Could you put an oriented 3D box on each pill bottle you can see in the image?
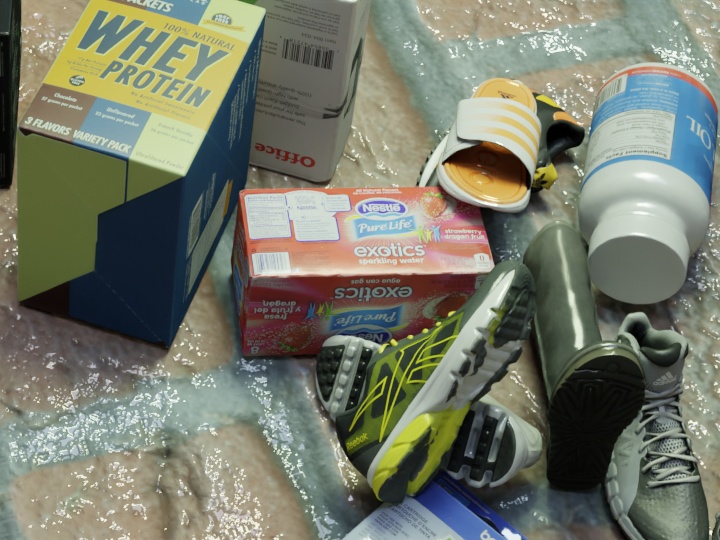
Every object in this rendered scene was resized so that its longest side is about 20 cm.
[{"bbox_3d":[0.242,-0.071,1.732,0.111,0.113,0.201,12,49,2],"label":"pill bottle"}]

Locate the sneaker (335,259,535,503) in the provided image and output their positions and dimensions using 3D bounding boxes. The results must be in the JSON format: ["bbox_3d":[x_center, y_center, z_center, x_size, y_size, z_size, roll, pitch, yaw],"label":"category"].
[{"bbox_3d":[0.049,0.069,1.498,0.084,0.074,0.201,37,93,30],"label":"sneaker"}]

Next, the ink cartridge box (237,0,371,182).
[{"bbox_3d":[-0.073,-0.189,1.728,0.144,0.201,0.084,16,45,5],"label":"ink cartridge box"}]

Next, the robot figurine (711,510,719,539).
[{"bbox_3d":[0.339,0.174,1.562,0.143,0.058,0.201,10,47,-4],"label":"robot figurine"}]

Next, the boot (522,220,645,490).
[{"bbox_3d":[0.168,0.044,1.579,0.072,0.183,0.201,10,52,-6],"label":"boot"}]

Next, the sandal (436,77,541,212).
[{"bbox_3d":[0.111,-0.122,1.685,0.078,0.060,0.207,13,35,1],"label":"sandal"}]

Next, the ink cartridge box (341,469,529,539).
[{"bbox_3d":[0.042,0.227,1.486,0.119,0.042,0.200,37,52,22],"label":"ink cartridge box"}]

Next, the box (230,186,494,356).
[{"bbox_3d":[0.000,0.000,1.640,0.198,0.096,0.100,-2,47,-11],"label":"box"}]

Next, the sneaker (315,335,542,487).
[{"bbox_3d":[0.051,0.109,1.579,0.199,0.076,0.081,27,13,29],"label":"sneaker"}]

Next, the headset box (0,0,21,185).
[{"bbox_3d":[-0.332,-0.203,1.716,0.092,0.175,0.201,2,49,-7],"label":"headset box"}]

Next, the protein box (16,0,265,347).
[{"bbox_3d":[-0.174,-0.090,1.624,0.134,0.200,0.201,16,47,5],"label":"protein box"}]

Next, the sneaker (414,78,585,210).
[{"bbox_3d":[0.120,-0.089,1.755,0.089,0.070,0.200,27,48,19],"label":"sneaker"}]

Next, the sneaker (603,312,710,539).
[{"bbox_3d":[0.224,0.116,1.559,0.074,0.116,0.201,-5,49,-13],"label":"sneaker"}]
